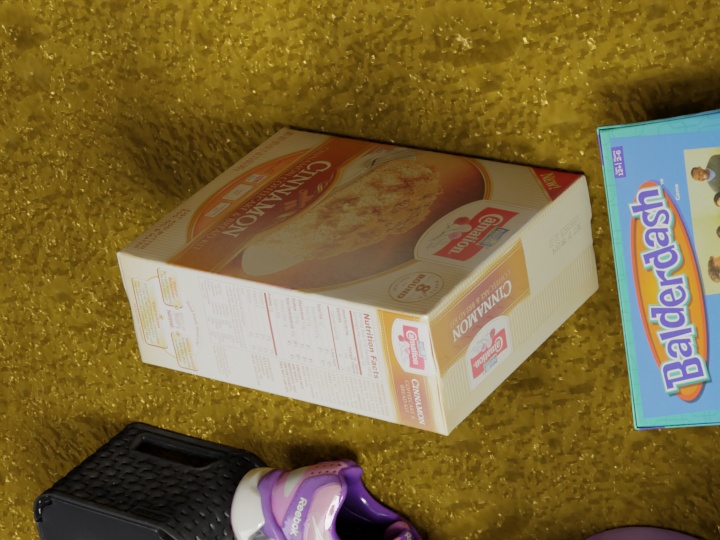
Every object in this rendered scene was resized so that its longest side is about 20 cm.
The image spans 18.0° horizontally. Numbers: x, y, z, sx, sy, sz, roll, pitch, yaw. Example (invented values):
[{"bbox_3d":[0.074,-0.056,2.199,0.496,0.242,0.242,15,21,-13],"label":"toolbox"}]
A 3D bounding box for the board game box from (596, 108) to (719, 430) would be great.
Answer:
[{"bbox_3d":[0.210,-0.006,1.058,0.200,0.045,0.152,-6,92,42],"label":"board game box"}]

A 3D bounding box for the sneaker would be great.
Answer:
[{"bbox_3d":[0.007,0.196,1.390,0.088,0.080,0.200,-27,103,28],"label":"sneaker"}]

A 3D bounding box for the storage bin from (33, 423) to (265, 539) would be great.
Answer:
[{"bbox_3d":[-0.121,0.216,1.493,0.135,0.094,0.200,12,126,35],"label":"storage bin"}]

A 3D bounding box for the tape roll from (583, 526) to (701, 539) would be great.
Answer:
[{"bbox_3d":[0.174,0.246,1.285,0.200,0.066,0.200,22,131,28],"label":"tape roll"}]

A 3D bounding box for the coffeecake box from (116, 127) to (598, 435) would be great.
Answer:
[{"bbox_3d":[0.000,0.000,1.196,0.200,0.153,0.073,11,125,34],"label":"coffeecake box"}]
